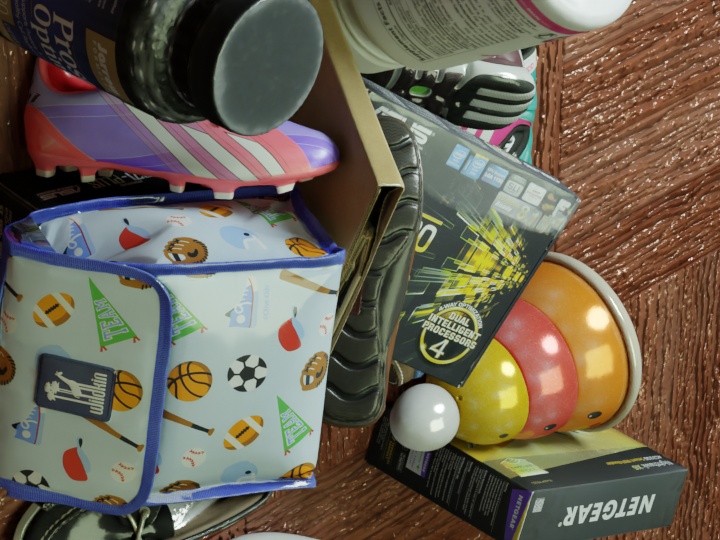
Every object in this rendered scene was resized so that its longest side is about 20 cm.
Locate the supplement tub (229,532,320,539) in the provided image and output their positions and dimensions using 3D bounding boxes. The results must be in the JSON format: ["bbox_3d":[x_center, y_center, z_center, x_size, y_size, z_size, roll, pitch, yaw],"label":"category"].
[{"bbox_3d":[-0.060,0.306,1.891,0.145,0.145,0.200,-4,115,-48],"label":"supplement tub"}]

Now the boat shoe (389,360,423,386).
[{"bbox_3d":[-0.020,0.021,1.834,0.072,0.072,0.200,-44,129,-14],"label":"boat shoe"}]

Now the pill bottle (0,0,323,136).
[{"bbox_3d":[-0.120,-0.151,1.501,0.112,0.200,0.112,-27,131,-36],"label":"pill bottle"}]

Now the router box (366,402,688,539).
[{"bbox_3d":[0.129,0.150,2.002,0.200,0.157,0.052,-2,114,-49],"label":"router box"}]

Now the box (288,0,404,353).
[{"bbox_3d":[-0.032,-0.074,1.622,0.021,0.200,0.164,-2,141,-23],"label":"box"}]

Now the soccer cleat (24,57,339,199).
[{"bbox_3d":[-0.109,-0.088,1.564,0.067,0.200,0.077,-31,123,-66],"label":"soccer cleat"}]

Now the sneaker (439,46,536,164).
[{"bbox_3d":[0.052,-0.076,1.844,0.200,0.084,0.121,-30,125,-32],"label":"sneaker"}]

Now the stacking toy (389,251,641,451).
[{"bbox_3d":[0.096,0.083,1.935,0.200,0.146,0.146,-26,129,-35],"label":"stacking toy"}]

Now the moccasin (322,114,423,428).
[{"bbox_3d":[0.002,0.000,1.686,0.074,0.078,0.202,1,96,-7],"label":"moccasin"}]

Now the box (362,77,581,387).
[{"bbox_3d":[0.028,-0.025,1.759,0.200,0.049,0.161,26,101,-34],"label":"box"}]

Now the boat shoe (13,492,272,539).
[{"bbox_3d":[-0.144,0.164,1.777,0.200,0.060,0.074,-17,125,-42],"label":"boat shoe"}]

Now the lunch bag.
[{"bbox_3d":[-0.121,0.048,1.547,0.200,0.124,0.170,-2,116,-23],"label":"lunch bag"}]

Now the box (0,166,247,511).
[{"bbox_3d":[-0.149,0.032,1.659,0.164,0.086,0.200,-13,122,-37],"label":"box"}]

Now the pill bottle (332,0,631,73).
[{"bbox_3d":[0.065,-0.185,1.609,0.113,0.200,0.113,8,77,-42],"label":"pill bottle"}]

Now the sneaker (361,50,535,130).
[{"bbox_3d":[0.019,-0.165,1.765,0.200,0.116,0.076,13,140,-21],"label":"sneaker"}]
